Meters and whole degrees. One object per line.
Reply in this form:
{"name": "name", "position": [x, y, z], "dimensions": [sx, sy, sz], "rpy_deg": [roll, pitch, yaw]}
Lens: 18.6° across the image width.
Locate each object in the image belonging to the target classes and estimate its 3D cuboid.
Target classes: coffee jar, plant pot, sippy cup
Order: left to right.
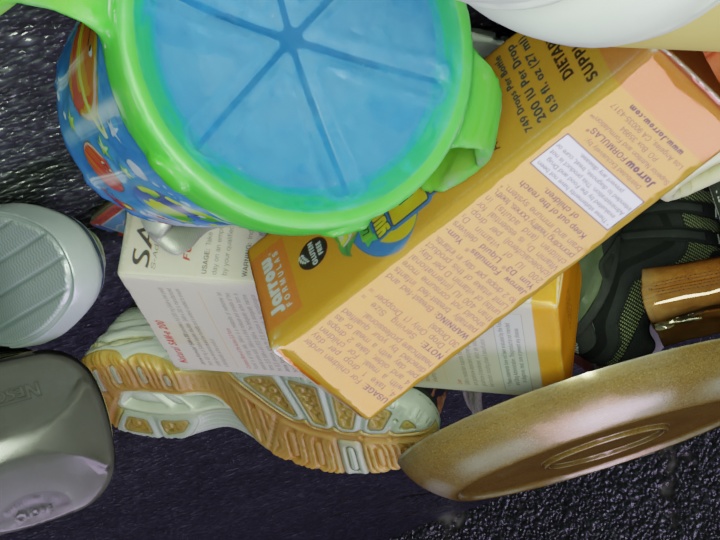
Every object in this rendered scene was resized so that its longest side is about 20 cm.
{"name": "coffee jar", "position": [-0.190, 0.086, 1.141], "dimensions": [0.104, 0.085, 0.200], "rpy_deg": [-16, -177, -15]}
{"name": "sippy cup", "position": [-0.047, -0.072, 0.803], "dimensions": [0.140, 0.178, 0.130], "rpy_deg": [-44, -168, -24]}
{"name": "plant pot", "position": [0.117, 0.077, 1.080], "dimensions": [0.200, 0.028, 0.200], "rpy_deg": [-16, 167, -4]}

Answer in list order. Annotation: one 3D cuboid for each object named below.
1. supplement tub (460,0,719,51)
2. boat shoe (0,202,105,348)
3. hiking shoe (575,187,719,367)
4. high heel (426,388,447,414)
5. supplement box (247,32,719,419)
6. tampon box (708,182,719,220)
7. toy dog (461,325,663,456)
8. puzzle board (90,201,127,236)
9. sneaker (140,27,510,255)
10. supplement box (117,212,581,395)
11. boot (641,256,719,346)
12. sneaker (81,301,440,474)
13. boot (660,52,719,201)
{"name": "supplement tub", "position": [0.098, -0.136, 0.646], "dimensions": [0.200, 0.145, 0.145], "rpy_deg": [-4, 162, -46]}
{"name": "boat shoe", "position": [-0.178, 0.004, 1.119], "dimensions": [0.062, 0.072, 0.200], "rpy_deg": [-20, -177, -37]}
{"name": "hiking shoe", "position": [0.164, -0.024, 1.192], "dimensions": [0.200, 0.101, 0.076], "rpy_deg": [-53, -163, -24]}
{"name": "high heel", "position": [0.059, 0.045, 1.418], "dimensions": [0.071, 0.143, 0.200], "rpy_deg": [-27, 164, 40]}
{"name": "supplement box", "position": [0.050, -0.030, 0.880], "dimensions": [0.200, 0.067, 0.069], "rpy_deg": [-40, 129, 19]}
{"name": "tampon box", "position": [0.285, -0.095, 1.129], "dimensions": [0.200, 0.126, 0.150], "rpy_deg": [-5, 163, -41]}
{"name": "toy dog", "position": [0.135, 0.002, 1.294], "dimensions": [0.132, 0.200, 0.096], "rpy_deg": [7, -172, 7]}
{"name": "puzzle board", "position": [-0.030, -0.026, 1.098], "dimensions": [0.151, 0.017, 0.200], "rpy_deg": [19, 156, -24]}
{"name": "sneaker", "position": [-0.004, -0.049, 0.947], "dimensions": [0.200, 0.087, 0.075], "rpy_deg": [-9, 148, 11]}
{"name": "supplement box", "position": [0.000, 0.000, 1.030], "dimensions": [0.200, 0.074, 0.126], "rpy_deg": [4, 158, 9]}
{"name": "boot", "position": [0.247, 0.013, 1.103], "dimensions": [0.200, 0.069, 0.188], "rpy_deg": [-18, 167, 13]}
{"name": "sneaker", "position": [-0.046, 0.045, 1.147], "dimensions": [0.200, 0.088, 0.076], "rpy_deg": [11, 133, 21]}
{"name": "boot", "position": [0.188, -0.101, 0.940], "dimensions": [0.200, 0.107, 0.075], "rpy_deg": [-25, 163, -11]}
